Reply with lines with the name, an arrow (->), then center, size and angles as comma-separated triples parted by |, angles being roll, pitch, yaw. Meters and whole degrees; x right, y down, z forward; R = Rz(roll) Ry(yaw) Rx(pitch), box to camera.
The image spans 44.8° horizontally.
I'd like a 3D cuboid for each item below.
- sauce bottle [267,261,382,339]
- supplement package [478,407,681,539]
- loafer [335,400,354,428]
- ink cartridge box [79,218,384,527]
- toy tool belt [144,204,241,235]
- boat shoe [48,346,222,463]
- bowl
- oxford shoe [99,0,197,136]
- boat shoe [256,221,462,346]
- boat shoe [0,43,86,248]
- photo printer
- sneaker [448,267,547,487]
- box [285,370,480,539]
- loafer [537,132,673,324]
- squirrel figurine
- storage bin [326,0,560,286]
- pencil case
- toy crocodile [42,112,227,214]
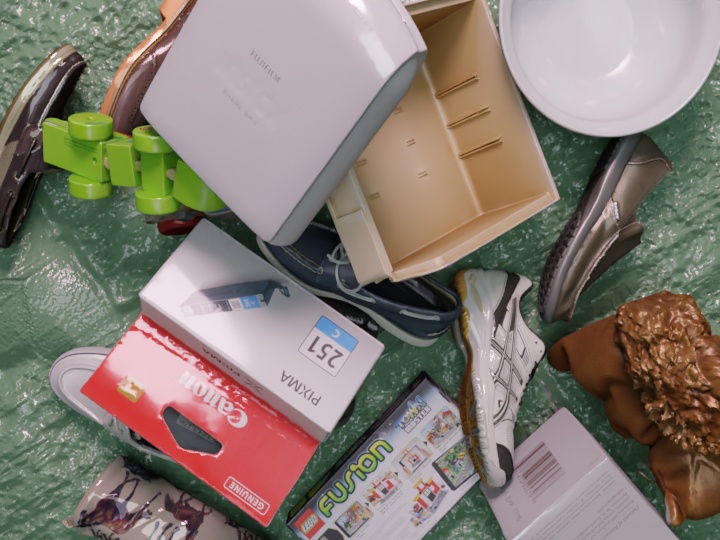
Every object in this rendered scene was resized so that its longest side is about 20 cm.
sauce bottle -> -0.077, 0.028, 0.824 | 0.197, 0.065, 0.066 | 15, 95, -3
supplement package -> 0.223, 0.251, 0.807 | 0.117, 0.117, 0.200 | -42, 103, 4
loafer -> -0.095, 0.090, 0.810 | 0.197, 0.070, 0.076 | 12, 59, -8
ink cartridge box -> -0.106, 0.082, 0.739 | 0.199, 0.045, 0.177 | 34, 65, 4
toy tool belt -> -0.107, -0.112, 0.792 | 0.197, 0.124, 0.125 | -12, 83, 24
boat shoe -> -0.208, 0.136, 0.833 | 0.198, 0.066, 0.073 | 29, 95, -3
bowl -> 0.215, -0.221, 0.790 | 0.197, 0.090, 0.205 | 0, 95, 0
oxford shoe -> -0.175, -0.178, 0.803 | 0.072, 0.071, 0.201 | 33, 94, -8
boat shoe -> 0.000, 0.000, 0.793 | 0.198, 0.062, 0.075 | 33, 51, -3
boat shoe -> -0.303, -0.112, 0.812 | 0.064, 0.073, 0.201 | 34, 104, -8
photo printer -> -0.056, -0.144, 0.641 | 0.166, 0.069, 0.200 | 45, 119, 8
sneaker -> 0.135, 0.095, 0.810 | 0.086, 0.076, 0.204 | -2, 79, -9
box -> 0.033, 0.209, 0.856 | 0.110, 0.035, 0.200 | 44, 94, -4
loafer -> 0.230, -0.035, 0.815 | 0.069, 0.075, 0.202 | 27, 94, 1
squirrel figurine -> 0.273, 0.121, 0.758 | 0.139, 0.200, 0.189 | -17, 74, -5
storage bin -> 0.051, -0.115, 0.746 | 0.093, 0.197, 0.203 | -16, 99, 46
pencil case -> -0.180, 0.259, 0.838 | 0.198, 0.078, 0.090 | 33, 75, -4
toy crocodile -> -0.193, -0.093, 0.738 | 0.197, 0.062, 0.069 | 14, 114, 27
